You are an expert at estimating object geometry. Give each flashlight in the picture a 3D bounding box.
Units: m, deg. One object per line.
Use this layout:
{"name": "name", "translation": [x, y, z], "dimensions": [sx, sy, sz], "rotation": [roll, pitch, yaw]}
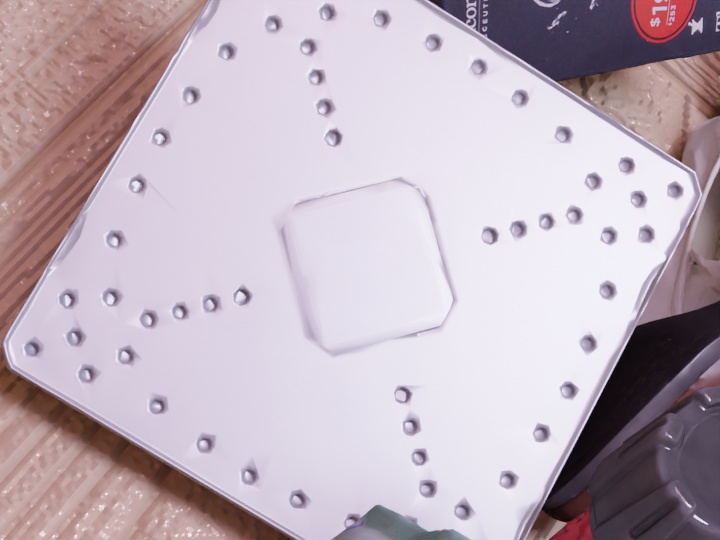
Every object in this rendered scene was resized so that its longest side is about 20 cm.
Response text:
{"name": "flashlight", "translation": [0.059, 0.110, 0.742], "dimensions": [0.068, 0.200, 0.068], "rotation": [18, 51, -21]}

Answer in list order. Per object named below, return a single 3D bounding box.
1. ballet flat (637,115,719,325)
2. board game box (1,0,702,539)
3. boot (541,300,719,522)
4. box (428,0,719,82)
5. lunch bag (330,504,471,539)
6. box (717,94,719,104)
{"name": "ballet flat", "translation": [0.158, -0.002, 0.969], "dimensions": [0.069, 0.069, 0.200], "rotation": [27, 50, -11]}
{"name": "board game box", "translation": [0.000, 0.000, 0.848], "dimensions": [0.200, 0.026, 0.200], "rotation": [31, 75, -7]}
{"name": "boot", "translation": [0.181, 0.090, 0.913], "dimensions": [0.188, 0.068, 0.200], "rotation": [-43, 109, -18]}
{"name": "box", "translation": [0.072, -0.185, 0.948], "dimensions": [0.182, 0.201, 0.104], "rotation": [-14, 23, -35]}
{"name": "lunch bag", "translation": [0.006, 0.198, 0.664], "dimensions": [0.170, 0.122, 0.200], "rotation": [-33, 98, -13]}
{"name": "box", "translation": [0.269, -0.109, 1.014], "dimensions": [0.122, 0.200, 0.048], "rotation": [41, 32, 2]}
